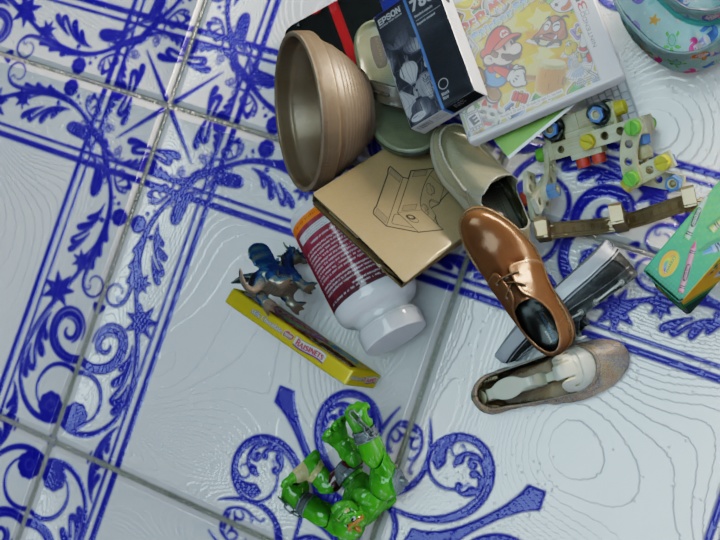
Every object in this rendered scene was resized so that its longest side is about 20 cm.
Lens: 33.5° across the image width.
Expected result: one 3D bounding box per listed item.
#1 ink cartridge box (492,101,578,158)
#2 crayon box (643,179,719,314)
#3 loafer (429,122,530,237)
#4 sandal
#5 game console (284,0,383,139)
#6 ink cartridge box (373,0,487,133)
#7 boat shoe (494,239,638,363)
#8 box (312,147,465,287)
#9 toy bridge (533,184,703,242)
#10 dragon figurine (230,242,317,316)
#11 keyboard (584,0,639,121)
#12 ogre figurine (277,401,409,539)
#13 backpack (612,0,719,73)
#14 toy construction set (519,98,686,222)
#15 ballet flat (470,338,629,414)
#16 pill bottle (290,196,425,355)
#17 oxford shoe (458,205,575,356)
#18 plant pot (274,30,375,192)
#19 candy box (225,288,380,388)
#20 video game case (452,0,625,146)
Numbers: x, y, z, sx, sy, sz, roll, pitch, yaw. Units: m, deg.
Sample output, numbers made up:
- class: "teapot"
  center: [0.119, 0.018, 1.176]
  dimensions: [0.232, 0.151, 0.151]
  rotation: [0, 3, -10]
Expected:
- class: "ink cartridge box"
  center: [0.190, -0.249, 1.495]
  dimensions: [0.147, 0.076, 0.201]
  rotation: [-38, 70, 11]
- class: "crayon box"
  center: [0.413, -0.049, 1.360]
  dimensions: [0.058, 0.119, 0.200]
  rotation: [42, 97, 21]
- class: "loafer"
  center: [0.154, -0.104, 1.455]
  dimensions: [0.075, 0.068, 0.201]
  rotation: [-19, 70, -30]
- class: "sandal"
  center: [0.037, -0.235, 1.521]
  dimensions: [0.079, 0.057, 0.203]
  rotation: [-19, 73, -5]
- class: "game console"
  center: [0.002, -0.276, 1.601]
  dimensions: [0.176, 0.031, 0.202]
  rotation: [-25, 73, 19]
- class: "ink cartridge box"
  center: [0.078, -0.280, 1.463]
  dimensions: [0.099, 0.039, 0.202]
  rotation: [-29, 68, 30]
- class: "boat shoe"
  center: [0.247, 0.054, 1.432]
  dimensions: [0.068, 0.074, 0.199]
  rotation: [46, 104, 4]
- class: "box"
  center: [0.064, -0.084, 1.482]
  dimensions: [0.199, 0.021, 0.163]
  rotation: [-35, 67, -32]
- class: "toy bridge"
  center: [0.309, -0.063, 1.428]
  dimensions: [0.198, 0.067, 0.028]
  rotation: [-12, 78, 17]
- class: "dragon figurine"
  center: [-0.122, 0.005, 1.512]
  dimensions: [0.099, 0.199, 0.059]
  rotation: [39, 109, 28]
- class: "keyboard"
  center: [0.292, -0.269, 1.498]
  dimensions: [0.056, 0.011, 0.202]
  rotation: [-21, 75, 16]
- class: "ogre figurine"
  center: [-0.015, 0.260, 1.481]
  dimensions: [0.120, 0.098, 0.200]
  rotation: [43, 106, 11]
- class: "backpack"
  center: [0.398, -0.341, 1.403]
  dimensions: [0.200, 0.150, 0.178]
  rotation: [-43, 71, 14]
- class: "toy construction set"
  center: [0.282, -0.133, 1.443]
  dimensions: [0.198, 0.092, 0.133]
  rotation: [-16, 93, 19]
- class: "ballet flat"
  center: [0.224, 0.131, 1.430]
  dimensions: [0.198, 0.067, 0.069]
  rotation: [-22, 75, 16]
- class: "pill bottle"
  center: [0.000, 0.000, 1.509]
  dimensions: [0.112, 0.113, 0.201]
  rotation: [-32, 72, 13]
- class: "oxford shoe"
  center: [0.179, 0.010, 1.371]
  dimensions: [0.071, 0.071, 0.201]
  rotation: [-38, 84, 18]
- class: "plant pot"
  center: [-0.040, -0.205, 1.520]
  dimensions: [0.092, 0.201, 0.203]
  rotation: [-8, 76, -19]
- class: "candy box"
  center: [-0.073, 0.087, 1.529]
  dimensions: [0.199, 0.102, 0.027]
  rotation: [33, 92, 21]
- class: "video game case"
  center: [0.196, -0.271, 1.442]
  dimensions: [0.198, 0.023, 0.184]
  rotation: [-22, 72, 17]
